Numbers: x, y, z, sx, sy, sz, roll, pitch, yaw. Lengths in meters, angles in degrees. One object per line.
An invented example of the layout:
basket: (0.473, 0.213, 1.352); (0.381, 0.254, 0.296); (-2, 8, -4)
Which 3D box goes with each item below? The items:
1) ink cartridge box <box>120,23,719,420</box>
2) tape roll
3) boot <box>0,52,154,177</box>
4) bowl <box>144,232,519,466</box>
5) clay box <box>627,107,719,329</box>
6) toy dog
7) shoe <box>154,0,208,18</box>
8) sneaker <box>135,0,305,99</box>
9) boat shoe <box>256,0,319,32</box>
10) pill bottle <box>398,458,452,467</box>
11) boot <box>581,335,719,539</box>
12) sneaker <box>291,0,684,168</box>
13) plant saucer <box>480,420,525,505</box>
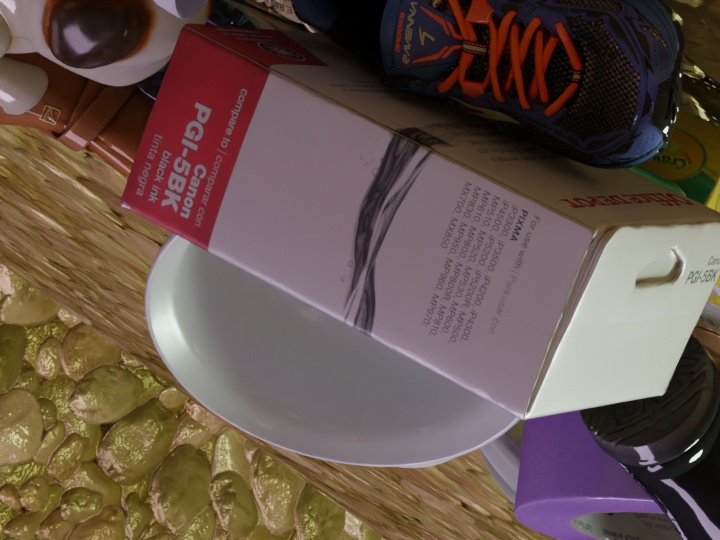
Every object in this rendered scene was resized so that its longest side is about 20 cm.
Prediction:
ink cartridge box: (0.029, -0.022, 1.205); (0.199, 0.083, 0.147); (28, -166, 25)
tape roll: (0.187, 0.116, 1.657); (0.199, 0.066, 0.200); (8, 167, 2)
boot: (-0.151, -0.120, 1.594); (0.155, 0.077, 0.200); (29, -162, 0)
bowl: (0.000, 0.000, 1.478); (0.200, 0.091, 0.202); (8, 138, 7)
clay box: (0.124, -0.038, 1.341); (0.115, 0.048, 0.200); (28, 170, 23)
toy dog: (-0.155, -0.167, 1.435); (0.200, 0.140, 0.194); (31, 137, 16)
shoe: (-0.096, -0.170, 1.200); (0.091, 0.072, 0.200); (36, 168, 8)
sneaker: (-0.022, -0.093, 1.546); (0.199, 0.078, 0.086); (30, -166, -2)
boat shoe: (-0.005, -0.113, 1.339); (0.073, 0.063, 0.201); (23, 167, 46)
pill bottle: (0.041, 0.033, 1.666); (0.111, 0.111, 0.200); (32, -165, 3)
boot: (0.177, 0.120, 1.454); (0.200, 0.065, 0.165); (57, -177, -20)
sneaker: (0.046, -0.087, 1.183); (0.078, 0.076, 0.200); (-5, -161, -43)
plant saucer: (0.129, 0.116, 1.838); (0.200, 0.050, 0.200); (31, -156, -16)
